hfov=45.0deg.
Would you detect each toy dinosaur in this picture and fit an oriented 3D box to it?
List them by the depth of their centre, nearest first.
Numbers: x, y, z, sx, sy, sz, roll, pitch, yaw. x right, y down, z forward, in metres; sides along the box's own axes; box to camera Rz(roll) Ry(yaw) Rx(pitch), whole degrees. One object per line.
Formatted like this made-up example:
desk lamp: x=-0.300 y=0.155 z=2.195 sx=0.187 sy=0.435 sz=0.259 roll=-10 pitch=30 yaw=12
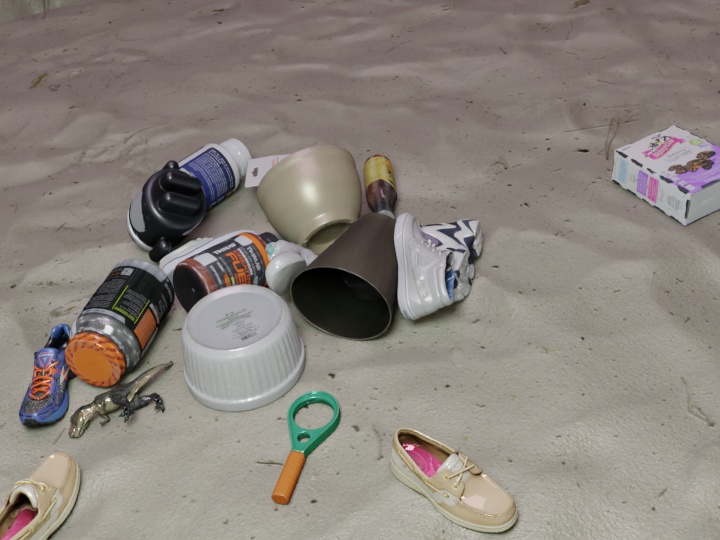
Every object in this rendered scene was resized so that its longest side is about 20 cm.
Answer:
toy dinosaur: x=-0.353 y=0.197 z=1.337 sx=0.198 sy=0.048 sz=0.087 roll=-31 pitch=36 yaw=-33

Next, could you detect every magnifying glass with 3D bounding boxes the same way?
magnifying glass: x=-0.083 y=0.247 z=1.244 sx=0.078 sy=0.023 sz=0.201 roll=5 pitch=39 yaw=15

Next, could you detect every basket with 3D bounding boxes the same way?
basket: x=0.000 y=0.000 z=1.470 sx=0.177 sy=0.138 sz=0.201 roll=12 pitch=36 yaw=16

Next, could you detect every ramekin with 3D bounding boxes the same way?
ramekin: x=-0.188 y=0.112 z=1.369 sx=0.195 sy=0.107 sz=0.202 roll=-4 pitch=36 yaw=3

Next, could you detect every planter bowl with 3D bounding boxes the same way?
planter bowl: x=-0.077 y=-0.113 z=1.598 sx=0.197 sy=0.201 sz=0.136 roll=-18 pitch=63 yaw=-15

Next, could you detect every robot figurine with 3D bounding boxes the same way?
robot figurine: x=-0.365 y=-0.112 z=1.626 sx=0.151 sy=0.125 sz=0.199 roll=-49 pitch=10 yaw=-36

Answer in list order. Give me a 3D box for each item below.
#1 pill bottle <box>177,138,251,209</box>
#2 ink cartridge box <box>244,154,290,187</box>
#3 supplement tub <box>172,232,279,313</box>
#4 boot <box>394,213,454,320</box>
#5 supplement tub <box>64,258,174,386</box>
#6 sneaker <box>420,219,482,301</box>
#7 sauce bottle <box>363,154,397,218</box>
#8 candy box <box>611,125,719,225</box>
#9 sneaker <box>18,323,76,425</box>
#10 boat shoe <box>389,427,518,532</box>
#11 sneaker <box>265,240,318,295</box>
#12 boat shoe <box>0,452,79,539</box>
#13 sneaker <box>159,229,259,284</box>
pill bottle: x=-0.317 y=-0.191 z=1.785 sx=0.110 sy=0.113 sz=0.200 roll=21 pitch=45 yaw=32
ink cartridge box: x=-0.133 y=-0.182 z=1.782 sx=0.195 sy=0.069 sz=0.117 roll=-4 pitch=36 yaw=1
supplement tub: x=-0.222 y=-0.001 z=1.511 sx=0.106 sy=0.109 sz=0.199 roll=22 pitch=36 yaw=33
boot: x=0.112 y=-0.017 z=1.432 sx=0.094 sy=0.073 sz=0.204 roll=-18 pitch=55 yaw=24
supplement tub: x=-0.393 y=0.085 z=1.423 sx=0.120 sy=0.124 sz=0.201 roll=4 pitch=37 yaw=14
sneaker: x=0.132 y=-0.020 z=1.520 sx=0.127 sy=0.080 sz=0.201 roll=1 pitch=44 yaw=23
sauce bottle: x=0.041 y=-0.155 z=1.723 sx=0.064 sy=0.067 sz=0.202 roll=-6 pitch=39 yaw=1
candy box: x=0.610 y=-0.187 z=1.664 sx=0.165 sy=0.073 sz=0.200 roll=-23 pitch=40 yaw=-20
sneaker: x=-0.493 y=0.163 z=1.372 sx=0.074 sy=0.080 sz=0.202 roll=-5 pitch=37 yaw=3
boat shoe: x=0.116 y=0.270 z=1.140 sx=0.198 sy=0.070 sz=0.074 roll=22 pitch=45 yaw=33
sneaker: x=-0.132 y=-0.015 z=1.468 sx=0.088 sy=0.076 sz=0.200 roll=41 pitch=11 yaw=9
boat shoe: x=-0.438 y=0.315 z=1.157 sx=0.072 sy=0.070 sz=0.202 roll=2 pitch=38 yaw=11
sneaker: x=-0.281 y=-0.036 z=1.605 sx=0.197 sy=0.074 sz=0.071 roll=-21 pitch=43 yaw=-17
